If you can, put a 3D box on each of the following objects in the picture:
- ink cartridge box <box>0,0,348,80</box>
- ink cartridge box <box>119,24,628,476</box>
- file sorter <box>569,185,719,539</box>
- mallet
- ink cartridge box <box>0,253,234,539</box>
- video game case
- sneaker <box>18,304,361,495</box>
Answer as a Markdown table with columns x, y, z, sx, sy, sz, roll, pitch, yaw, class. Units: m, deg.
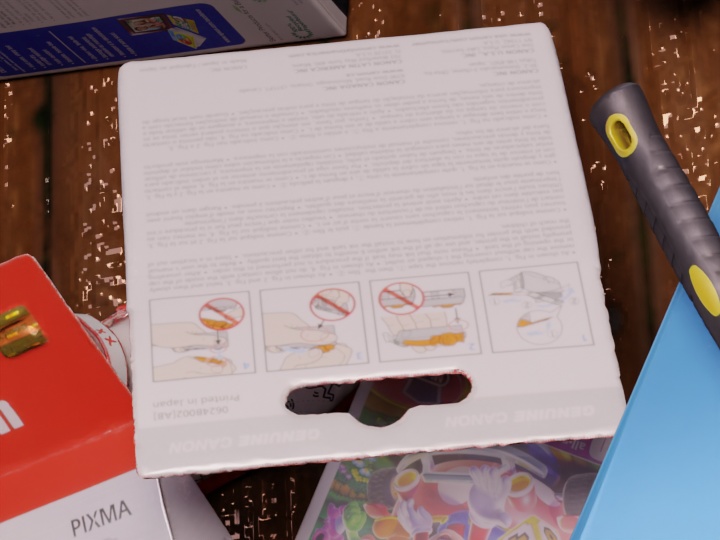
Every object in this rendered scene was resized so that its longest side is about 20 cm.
| x | y | z | sx | sy | sz | roll | pitch | yaw | class |
| --- | --- | --- | --- | --- | --- | --- | --- | --- | --- |
| -0.113 | -0.116 | 1.035 | 0.199 | 0.099 | 0.039 | -6 | 68 | 20 | ink cartridge box |
| 0.000 | 0.000 | 0.899 | 0.159 | 0.047 | 0.201 | -5 | 46 | -2 | ink cartridge box |
| 0.166 | 0.071 | 0.829 | 0.138 | 0.123 | 0.201 | 19 | 79 | 28 | file sorter |
| 0.110 | 0.035 | 0.769 | 0.066 | 0.041 | 0.200 | -50 | 54 | 27 | mallet |
| -0.124 | 0.110 | 0.900 | 0.160 | 0.200 | 0.047 | -23 | 21 | 28 | ink cartridge box |
| 0.032 | 0.133 | 0.921 | 0.143 | 0.018 | 0.201 | 20 | 83 | 28 | video game case |
| -0.070 | 0.035 | 0.954 | 0.201 | 0.108 | 0.067 | -38 | 61 | 6 | sneaker |
